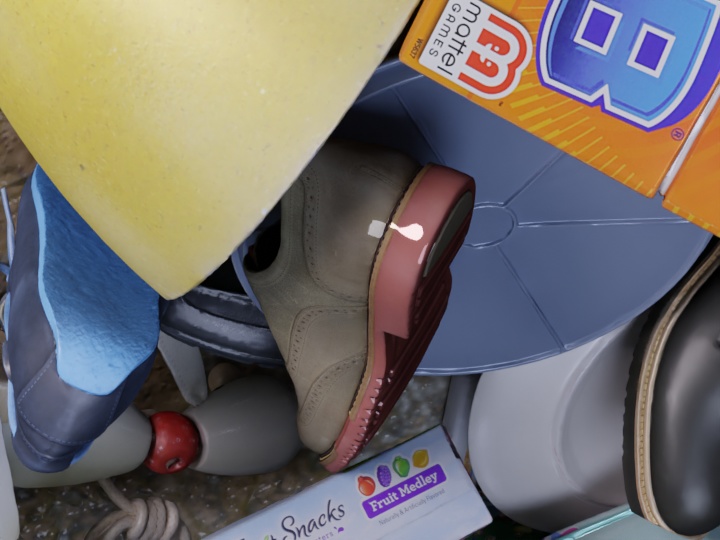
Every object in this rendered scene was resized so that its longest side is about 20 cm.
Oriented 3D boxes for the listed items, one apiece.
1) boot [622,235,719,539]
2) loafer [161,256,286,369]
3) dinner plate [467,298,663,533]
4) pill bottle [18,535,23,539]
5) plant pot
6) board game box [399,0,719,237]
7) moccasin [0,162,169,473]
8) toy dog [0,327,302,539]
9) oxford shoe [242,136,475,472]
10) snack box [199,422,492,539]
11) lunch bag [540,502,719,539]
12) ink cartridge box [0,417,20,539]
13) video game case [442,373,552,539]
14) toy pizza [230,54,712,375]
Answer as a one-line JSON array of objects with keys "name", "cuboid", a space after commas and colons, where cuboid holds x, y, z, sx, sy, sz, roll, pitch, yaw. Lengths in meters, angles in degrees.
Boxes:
[{"name": "boot", "cuboid": [0.190, 0.028, 1.186, 0.077, 0.138, 0.201, 17, 94, -34]}, {"name": "loafer", "cuboid": [0.000, 0.000, 1.227, 0.199, 0.068, 0.071, 2, 121, -27]}, {"name": "dinner plate", "cuboid": [0.141, 0.049, 1.289, 0.199, 0.024, 0.201, -17, 134, -19]}, {"name": "pill bottle", "cuboid": [-0.239, 0.175, 1.267, 0.110, 0.111, 0.200, 25, 119, -34]}, {"name": "plant pot", "cuboid": [-0.070, -0.111, 1.040, 0.142, 0.200, 0.200, 34, 116, -11]}, {"name": "board game box", "cuboid": [0.160, -0.139, 1.004, 0.199, 0.200, 0.201, 28, 116, 2]}, {"name": "moccasin", "cuboid": [-0.114, 0.010, 1.111, 0.080, 0.200, 0.068, 27, 110, -6]}, {"name": "toy dog", "cuboid": [-0.126, 0.051, 1.229, 0.132, 0.097, 0.200, -43, 144, 16]}, {"name": "oxford shoe", "cuboid": [-0.008, 0.008, 1.111, 0.074, 0.071, 0.200, 27, 146, 7]}, {"name": "snack box", "cuboid": [-0.061, 0.139, 1.203, 0.199, 0.053, 0.142, -24, 175, -30]}, {"name": "lunch bag", "cuboid": [0.158, 0.147, 1.333, 0.199, 0.077, 0.160, -23, 162, 5]}, {"name": "ink cartridge box", "cuboid": [-0.242, 0.058, 1.114, 0.199, 0.085, 0.146, 13, 135, 19]}, {"name": "video game case", "cuboid": [0.128, 0.107, 1.389, 0.199, 0.024, 0.183, -3, 130, -15]}, {"name": "toy pizza", "cuboid": [0.046, -0.029, 1.138, 0.199, 0.032, 0.201, -6, 142, -5]}]
